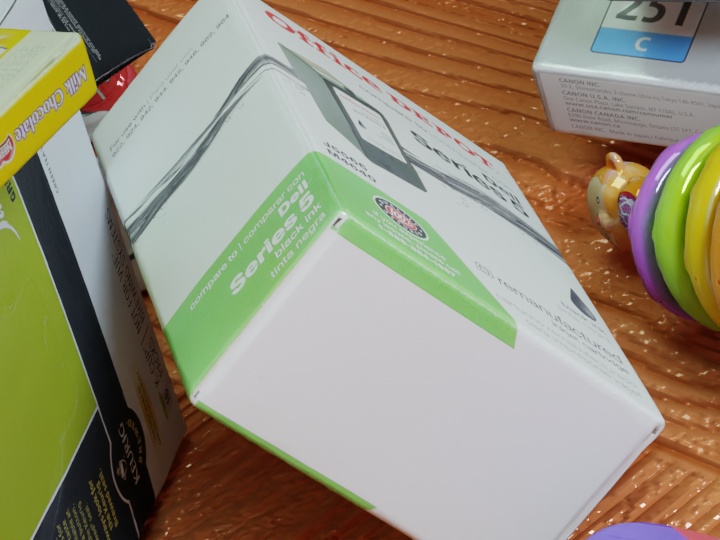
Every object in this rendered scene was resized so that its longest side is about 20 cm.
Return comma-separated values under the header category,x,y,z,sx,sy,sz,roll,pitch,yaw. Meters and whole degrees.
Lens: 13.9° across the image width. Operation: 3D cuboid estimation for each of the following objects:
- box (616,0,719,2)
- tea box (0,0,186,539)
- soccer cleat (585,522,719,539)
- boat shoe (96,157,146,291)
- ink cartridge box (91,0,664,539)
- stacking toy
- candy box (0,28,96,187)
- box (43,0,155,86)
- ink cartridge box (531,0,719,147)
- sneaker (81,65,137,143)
category,x,y,z,sx,sy,sz,roll,pitch,yaw
box,0.182,-0.161,1.144,0.158,0.049,0.200,1,27,12
tea box,-0.168,0.038,0.999,0.133,0.201,0.197,-5,32,18
soccer cleat,0.132,0.103,0.866,0.068,0.073,0.200,-34,35,-27
boat shoe,-0.134,-0.015,1.199,0.200,0.066,0.073,-35,35,-27
ink cartridge box,0.000,0.000,1.017,0.084,0.145,0.200,-50,28,14
stacking toy,0.139,-0.016,1.048,0.110,0.116,0.200,-29,21,-25
candy box,-0.190,-0.044,0.921,0.199,0.027,0.102,6,36,31
box,-0.194,-0.060,1.194,0.200,0.079,0.141,-33,3,11
ink cartridge box,0.189,-0.119,1.162,0.199,0.045,0.177,9,55,24
sneaker,-0.154,-0.111,1.373,0.085,0.077,0.200,-19,41,-14
